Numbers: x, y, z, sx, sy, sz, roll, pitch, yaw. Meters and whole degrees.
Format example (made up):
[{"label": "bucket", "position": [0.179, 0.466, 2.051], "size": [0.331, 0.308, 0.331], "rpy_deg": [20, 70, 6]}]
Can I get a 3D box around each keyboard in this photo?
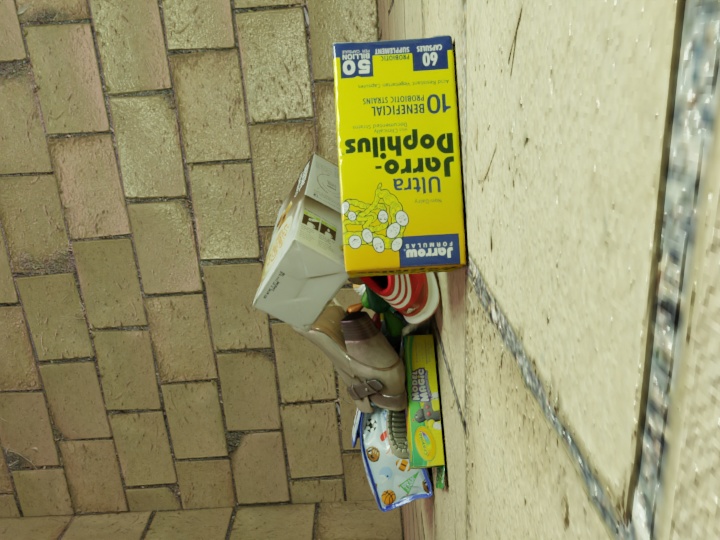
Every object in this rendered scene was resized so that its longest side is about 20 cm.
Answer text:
[{"label": "keyboard", "position": [0.083, 0.100, 0.876], "size": [0.011, 0.056, 0.200], "rpy_deg": [43, 167, 16]}]

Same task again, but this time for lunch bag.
[{"label": "lunch bag", "position": [0.046, 0.312, 1.054], "size": [0.170, 0.122, 0.203], "rpy_deg": [96, 157, -84]}]

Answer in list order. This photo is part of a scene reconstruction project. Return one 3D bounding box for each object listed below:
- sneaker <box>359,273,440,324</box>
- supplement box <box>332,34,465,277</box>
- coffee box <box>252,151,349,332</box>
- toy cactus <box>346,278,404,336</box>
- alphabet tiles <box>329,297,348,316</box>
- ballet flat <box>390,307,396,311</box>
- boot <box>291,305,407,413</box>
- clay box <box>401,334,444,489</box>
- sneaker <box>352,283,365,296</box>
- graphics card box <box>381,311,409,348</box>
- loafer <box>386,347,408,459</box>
[{"label": "sneaker", "position": [0.036, -0.037, 0.729], "size": [0.115, 0.078, 0.202], "rpy_deg": [36, -155, -39]}, {"label": "supplement box", "position": [0.034, -0.099, 0.541], "size": [0.110, 0.107, 0.204], "rpy_deg": [59, -153, -87]}, {"label": "coffee box", "position": [-0.061, -0.041, 0.713], "size": [0.115, 0.079, 0.201], "rpy_deg": [-51, 21, 34]}, {"label": "toy cactus", "position": [0.000, 0.000, 0.808], "size": [0.165, 0.101, 0.203], "rpy_deg": [21, -126, -73]}, {"label": "alphabet tiles", "position": [-0.009, 0.121, 0.906], "size": [0.200, 0.007, 0.168], "rpy_deg": [48, 159, 34]}, {"label": "ballet flat", "position": [0.067, 0.003, 0.972], "size": [0.071, 0.067, 0.201], "rpy_deg": [53, -146, -19]}, {"label": "boot", "position": [-0.018, 0.129, 0.811], "size": [0.199, 0.070, 0.148], "rpy_deg": [-1, 114, 54]}, {"label": "clay box", "position": [0.087, 0.204, 0.815], "size": [0.115, 0.047, 0.203], "rpy_deg": [83, -175, -70]}, {"label": "sneaker", "position": [0.062, 0.040, 1.055], "size": [0.076, 0.088, 0.199], "rpy_deg": [-55, -21, 21]}, {"label": "graphics card box", "position": [0.050, 0.124, 1.027], "size": [0.051, 0.125, 0.200], "rpy_deg": [54, 173, 13]}, {"label": "loafer", "position": [0.083, 0.222, 0.945], "size": [0.069, 0.074, 0.202], "rpy_deg": [83, -167, -46]}]
